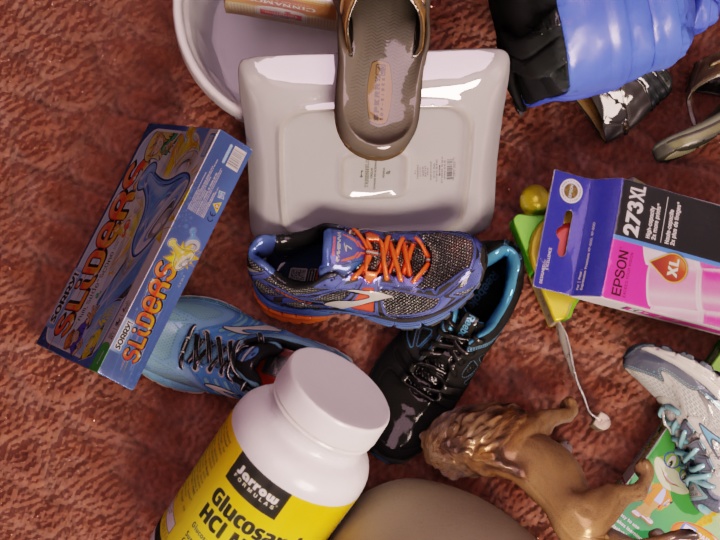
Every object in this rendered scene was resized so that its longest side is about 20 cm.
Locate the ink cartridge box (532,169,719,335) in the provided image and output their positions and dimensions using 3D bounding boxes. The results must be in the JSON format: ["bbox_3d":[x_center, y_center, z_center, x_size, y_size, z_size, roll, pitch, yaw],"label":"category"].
[{"bbox_3d":[0.236,-0.011,1.197,0.198,0.037,0.096,14,81,-10],"label":"ink cartridge box"}]

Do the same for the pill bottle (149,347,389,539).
[{"bbox_3d":[-0.065,0.158,1.137,0.112,0.112,0.201,35,115,4],"label":"pill bottle"}]

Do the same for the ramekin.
[{"bbox_3d":[-0.048,-0.198,1.234,0.198,0.105,0.202,0,81,-2],"label":"ramekin"}]

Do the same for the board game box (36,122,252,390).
[{"bbox_3d":[-0.168,-0.016,1.192,0.034,0.135,0.201,31,80,-30],"label":"board game box"}]

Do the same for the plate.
[{"bbox_3d":[0.010,-0.084,1.178,0.198,0.200,0.033,-2,51,-3],"label":"plate"}]

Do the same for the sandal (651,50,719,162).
[{"bbox_3d":[0.300,-0.158,1.255,0.057,0.080,0.201,46,74,0],"label":"sandal"}]

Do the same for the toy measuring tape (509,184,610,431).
[{"bbox_3d":[0.178,0.023,1.228,0.073,0.074,0.202,-20,83,-5],"label":"toy measuring tape"}]

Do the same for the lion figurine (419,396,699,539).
[{"bbox_3d":[0.145,0.158,1.159,0.122,0.199,0.073,-12,123,-40],"label":"lion figurine"}]

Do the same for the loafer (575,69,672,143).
[{"bbox_3d":[0.159,-0.190,1.257,0.200,0.073,0.072,42,86,5],"label":"loafer"}]

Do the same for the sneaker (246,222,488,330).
[{"bbox_3d":[0.000,0.000,1.185,0.198,0.079,0.076,-7,62,19],"label":"sneaker"}]

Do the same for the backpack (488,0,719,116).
[{"bbox_3d":[0.173,-0.215,1.125,0.166,0.200,0.164,-20,95,1],"label":"backpack"}]

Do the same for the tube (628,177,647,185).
[{"bbox_3d":[0.287,0.000,1.248,0.199,0.052,0.058,31,123,-2],"label":"tube"}]

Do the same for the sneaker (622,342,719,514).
[{"bbox_3d":[0.270,0.135,1.170,0.200,0.078,0.086,40,86,4],"label":"sneaker"}]

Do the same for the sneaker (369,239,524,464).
[{"bbox_3d":[0.062,0.058,1.212,0.073,0.082,0.201,30,84,0],"label":"sneaker"}]

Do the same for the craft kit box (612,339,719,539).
[{"bbox_3d":[0.311,0.190,1.221,0.199,0.049,0.198,37,79,4],"label":"craft kit box"}]

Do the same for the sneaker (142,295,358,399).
[{"bbox_3d":[-0.092,0.063,1.202,0.198,0.090,0.079,13,81,1],"label":"sneaker"}]

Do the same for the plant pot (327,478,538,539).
[{"bbox_3d":[0.044,0.234,1.148,0.199,0.201,0.135,-25,48,-5],"label":"plant pot"}]

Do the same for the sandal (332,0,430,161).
[{"bbox_3d":[0.010,-0.179,1.081,0.081,0.055,0.202,3,85,-2],"label":"sandal"}]

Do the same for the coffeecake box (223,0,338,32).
[{"bbox_3d":[-0.012,-0.284,1.158,0.152,0.073,0.202,9,82,-1],"label":"coffeecake box"}]
